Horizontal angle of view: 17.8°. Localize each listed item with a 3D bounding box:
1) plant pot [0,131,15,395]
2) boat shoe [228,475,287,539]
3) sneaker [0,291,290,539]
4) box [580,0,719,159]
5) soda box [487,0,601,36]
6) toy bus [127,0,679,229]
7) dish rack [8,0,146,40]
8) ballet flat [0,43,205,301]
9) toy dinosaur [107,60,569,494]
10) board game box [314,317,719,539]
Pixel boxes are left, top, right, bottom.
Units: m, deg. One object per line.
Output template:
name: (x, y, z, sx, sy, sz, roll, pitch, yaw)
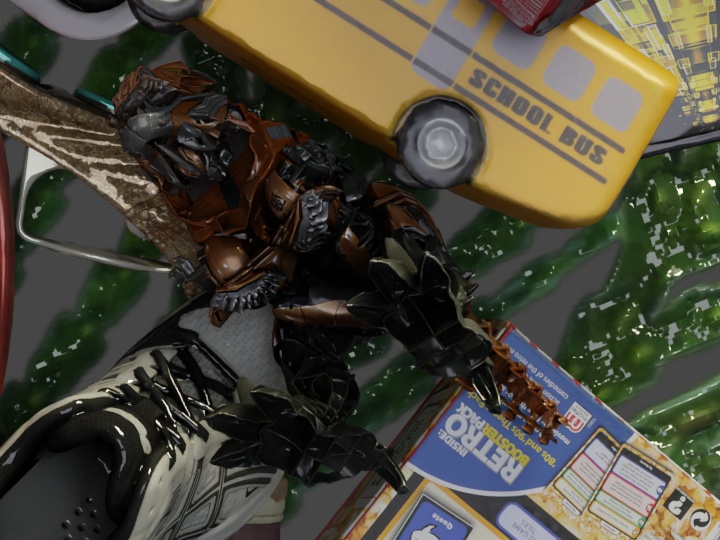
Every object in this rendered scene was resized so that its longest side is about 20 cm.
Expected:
plant pot: (-0.247, -0.005, 0.775, 0.194, 0.201, 0.203, -1, 91, 16)
boat shoe: (-0.125, 0.105, 0.863, 0.198, 0.072, 0.065, -1, 86, -13)
sneaker: (-0.075, 0.066, 0.798, 0.075, 0.088, 0.200, 38, 58, 7)
box: (0.096, -0.141, 0.862, 0.160, 0.049, 0.202, -12, 91, -8)
soda box: (0.013, -0.169, 0.767, 0.200, 0.070, 0.064, 42, 121, 8)
toy bus: (0.004, -0.084, 0.796, 0.199, 0.065, 0.079, 31, 88, -5)
dish rack: (-0.121, -0.197, 0.851, 0.199, 0.044, 0.172, 34, 92, 7)
ballet flat: (-0.126, -0.049, 0.861, 0.199, 0.071, 0.066, 29, 90, -5)
toy dinosaur: (0.000, 0.000, 0.815, 0.198, 0.136, 0.103, 16, 120, -15)
board game box: (0.049, 0.144, 0.895, 0.151, 0.046, 0.200, 40, 86, -6)
